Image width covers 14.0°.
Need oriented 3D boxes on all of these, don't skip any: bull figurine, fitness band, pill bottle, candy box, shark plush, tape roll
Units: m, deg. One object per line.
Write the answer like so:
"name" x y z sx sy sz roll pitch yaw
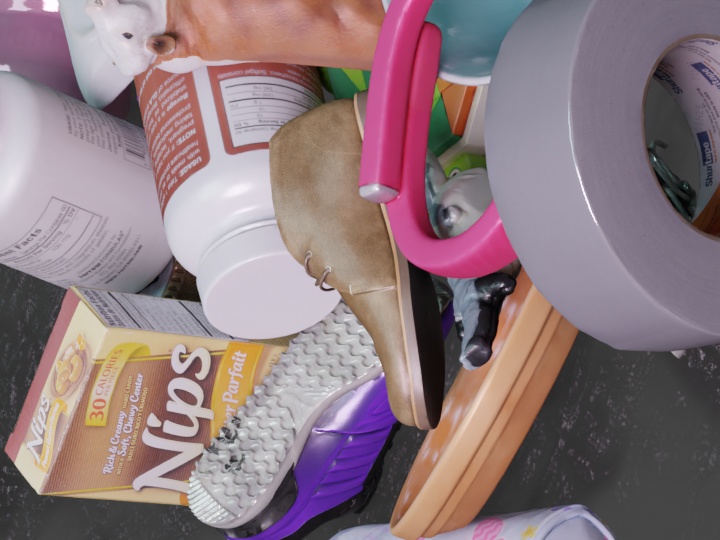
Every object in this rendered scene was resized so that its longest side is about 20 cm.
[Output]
"bull figurine" -0.061 -0.167 1.714 0.065 0.200 0.122 165 109 -80
"fitness band" 0.060 -0.095 1.546 0.144 0.037 0.200 -11 68 50
"pill bottle" -0.213 -0.061 1.824 0.114 0.200 0.114 -20 60 38
"candy box" -0.102 0.080 1.761 0.055 0.200 0.115 43 117 45
"pill bottle" -0.069 -0.063 1.757 0.112 0.112 0.200 -45 44 36
"shark plush" 0.073 0.002 1.610 0.200 0.091 0.083 -113 32 -60
"tape roll" 0.157 -0.061 1.475 0.066 0.200 0.200 -13 74 50

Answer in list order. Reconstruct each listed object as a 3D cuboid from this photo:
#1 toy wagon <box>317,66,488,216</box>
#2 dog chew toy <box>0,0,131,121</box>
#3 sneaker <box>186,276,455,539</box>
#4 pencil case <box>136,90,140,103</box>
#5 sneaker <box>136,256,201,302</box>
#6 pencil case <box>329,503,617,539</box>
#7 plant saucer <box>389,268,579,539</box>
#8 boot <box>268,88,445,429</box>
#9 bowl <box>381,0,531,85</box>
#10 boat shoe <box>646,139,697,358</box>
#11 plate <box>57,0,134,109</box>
"toy wagon" 0.041 -0.106 1.747 0.155 0.040 0.200 -38 56 41
"dog chew toy" -0.210 -0.172 2.002 0.125 0.124 0.200 -6 72 50
"sneaker" -0.010 0.091 1.748 0.200 0.100 0.070 -46 45 -5
"pencil case" -0.084 -0.189 1.881 0.086 0.084 0.200 -86 14 -81
"sneaker" -0.142 0.013 1.920 0.108 0.070 0.200 -7 72 45
"pencil case" 0.057 0.182 1.644 0.200 0.083 0.091 -13 61 48
"plant saucer" 0.077 0.063 1.603 0.200 0.037 0.200 -61 2 3
"boot" 0.000 0.000 1.651 0.075 0.074 0.200 -15 73 7
"bowl" 0.110 -0.194 1.627 0.201 0.105 0.201 -10 77 49
"boat shoe" 0.148 -0.037 1.580 0.062 0.075 0.200 -30 43 8
"plate" -0.149 -0.236 1.874 0.200 0.032 0.200 -41 54 37
